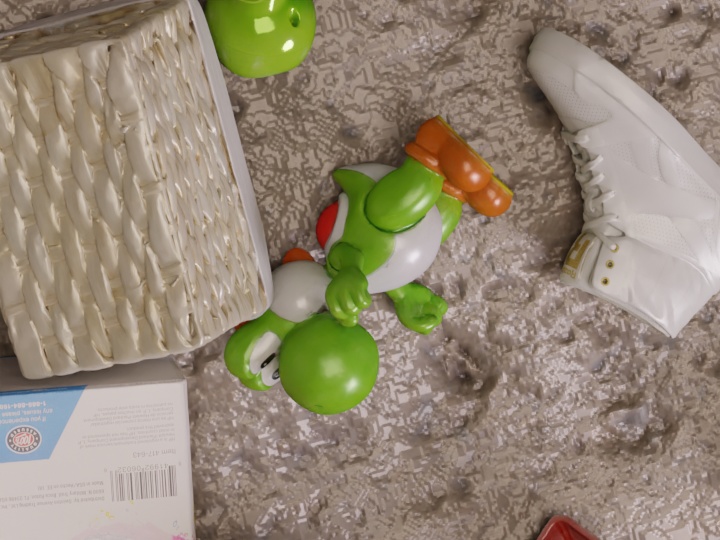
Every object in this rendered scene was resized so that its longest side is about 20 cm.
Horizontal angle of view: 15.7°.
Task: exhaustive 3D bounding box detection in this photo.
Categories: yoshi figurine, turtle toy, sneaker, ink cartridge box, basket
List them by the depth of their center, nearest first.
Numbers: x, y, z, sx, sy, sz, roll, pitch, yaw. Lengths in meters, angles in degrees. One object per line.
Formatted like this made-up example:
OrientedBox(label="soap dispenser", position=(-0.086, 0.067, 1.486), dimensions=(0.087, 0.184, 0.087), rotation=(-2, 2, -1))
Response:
OrientedBox(label="basket", position=(-0.147, -0.047, 1.505), dimensions=(0.135, 0.123, 0.201), rotation=(-11, 100, 18))
OrientedBox(label="turtle toy", position=(-0.042, -0.210, 1.533), dimensions=(0.145, 0.101, 0.201), rotation=(21, 97, 11))
OrientedBox(label="ink cartridge box", position=(-0.165, 0.157, 1.549), dimensions=(0.128, 0.125, 0.201), rotation=(-3, 98, -9))
OrientedBox(label="yoshi figurine", position=(0.011, 0.011, 1.573), dimensions=(0.200, 0.112, 0.112), rotation=(-45, 109, 1))
OrientedBox(label="sneaker", position=(0.152, -0.046, 1.605), dimensions=(0.200, 0.074, 0.116), rotation=(43, 86, -14))

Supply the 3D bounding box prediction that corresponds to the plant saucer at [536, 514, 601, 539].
OrientedBox(label="plant saucer", position=(0.146, 0.288, 1.622), dimensions=(0.200, 0.037, 0.200), rotation=(35, 91, 27))
